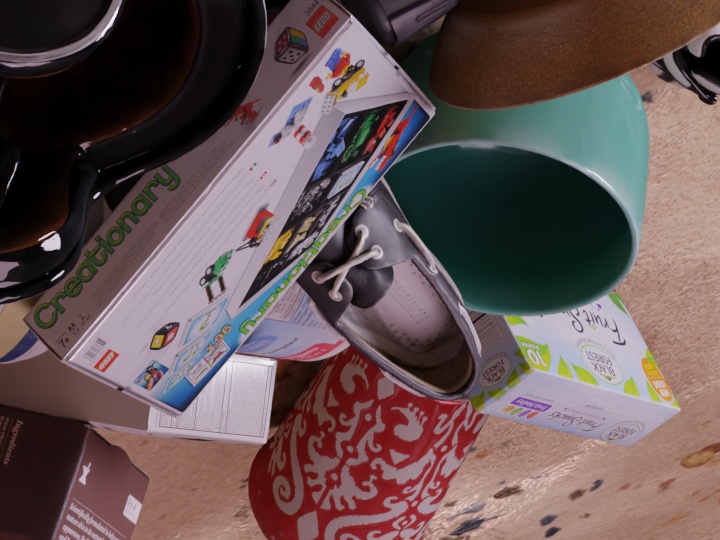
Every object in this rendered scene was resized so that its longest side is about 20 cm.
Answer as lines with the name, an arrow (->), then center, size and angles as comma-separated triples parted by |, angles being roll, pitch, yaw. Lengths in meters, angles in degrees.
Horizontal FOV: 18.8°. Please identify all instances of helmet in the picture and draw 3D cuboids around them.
helmet -> -0.144, -0.104, 0.864 | 0.200, 0.199, 0.191 | -55, -178, 46

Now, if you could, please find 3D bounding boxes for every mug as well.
mug -> 0.071, -0.073, 1.183 | 0.185, 0.115, 0.152 | 35, 138, -28
mug -> 0.020, 0.088, 1.482 | 0.132, 0.178, 0.201 | 21, 136, -7

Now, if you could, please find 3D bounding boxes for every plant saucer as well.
plant saucer -> 0.118, -0.147, 1.077 | 0.199, 0.200, 0.036 | -26, 112, 2

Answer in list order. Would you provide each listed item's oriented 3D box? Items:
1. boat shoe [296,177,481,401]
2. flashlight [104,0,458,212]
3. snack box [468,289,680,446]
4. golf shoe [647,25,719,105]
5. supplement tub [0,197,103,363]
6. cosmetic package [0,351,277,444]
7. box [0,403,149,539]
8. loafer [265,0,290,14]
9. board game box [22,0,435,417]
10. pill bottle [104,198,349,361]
boat shoe -> 0.000, 0.000, 1.131 | 0.074, 0.061, 0.200 | -34, 132, 6
flashlight -> -0.047, -0.100, 1.060 | 0.199, 0.068, 0.068 | -28, -170, -4
snack box -> 0.113, 0.032, 1.396 | 0.053, 0.143, 0.199 | -37, 152, 24
golf shoe -> 0.198, -0.125, 1.236 | 0.077, 0.095, 0.200 | -33, 154, 14
supplement tub -> -0.232, -0.028, 0.982 | 0.199, 0.145, 0.144 | 0, 145, -41
cosmetic package -> -0.140, 0.062, 1.204 | 0.082, 0.051, 0.199 | 12, 174, -40
box -> -0.229, 0.112, 1.207 | 0.198, 0.076, 0.100 | 9, 161, 19
loafer -> -0.031, -0.144, 1.007 | 0.199, 0.071, 0.068 | -13, 154, -9
board game box -> -0.056, -0.028, 1.015 | 0.200, 0.035, 0.126 | -50, 155, 1
pill bottle -> -0.084, -0.013, 1.179 | 0.109, 0.109, 0.199 | -40, 150, 28
